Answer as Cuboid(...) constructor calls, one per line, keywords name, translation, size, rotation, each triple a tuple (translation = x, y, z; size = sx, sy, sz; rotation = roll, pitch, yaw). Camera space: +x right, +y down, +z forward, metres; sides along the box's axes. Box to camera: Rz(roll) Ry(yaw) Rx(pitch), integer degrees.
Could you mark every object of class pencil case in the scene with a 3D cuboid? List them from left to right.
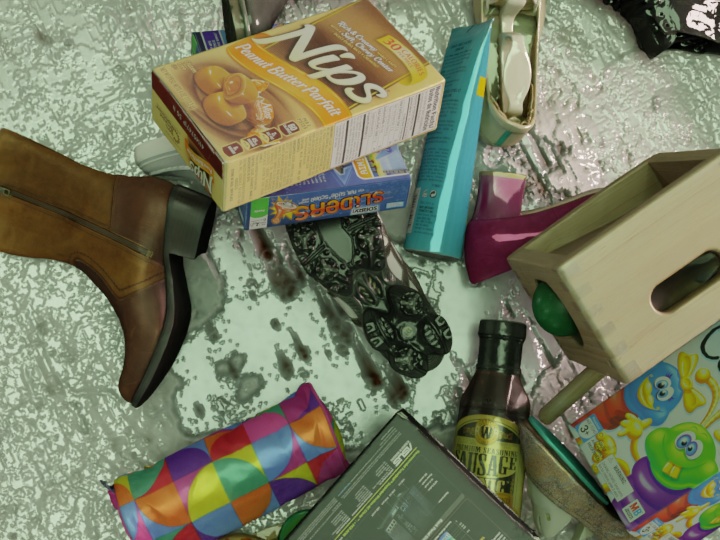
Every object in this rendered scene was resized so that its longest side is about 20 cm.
Cuboid(name="pencil case", translation=(-0.109, 0.167, 1.114), size=(0.198, 0.088, 0.089), rotation=(-24, 86, -6))

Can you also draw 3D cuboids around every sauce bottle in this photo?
Cuboid(name="sauce bottle", translation=(0.108, 0.143, 1.139), size=(0.065, 0.066, 0.203), rotation=(5, 84, -3))

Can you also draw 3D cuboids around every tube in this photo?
Cuboid(name="tube", translation=(0.077, -0.112, 1.161), size=(0.050, 0.077, 0.203), rotation=(11, 88, -28))

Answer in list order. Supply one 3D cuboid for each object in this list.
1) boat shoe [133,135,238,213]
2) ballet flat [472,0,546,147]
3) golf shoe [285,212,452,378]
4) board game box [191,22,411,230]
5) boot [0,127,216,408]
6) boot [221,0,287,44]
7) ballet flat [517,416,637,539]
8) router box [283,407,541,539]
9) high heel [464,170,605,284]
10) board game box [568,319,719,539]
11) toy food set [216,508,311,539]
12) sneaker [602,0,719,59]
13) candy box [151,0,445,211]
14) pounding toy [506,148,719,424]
Cuboid(name="boat shoe", translation=(-0.090, -0.083, 1.150), size=(0.197, 0.072, 0.070), rotation=(-2, 85, -13))
Cuboid(name="ballet flat", translation=(0.130, -0.208, 1.172), size=(0.068, 0.069, 0.203), rotation=(2, 84, -3))
Cuboid(name="golf shoe", translation=(0.000, 0.000, 1.130), size=(0.077, 0.094, 0.201), rotation=(-31, 88, 0))
Cuboid(name="board game box", translation=(-0.052, -0.124, 1.103), size=(0.134, 0.035, 0.201), rotation=(-8, 50, -15))
Cuboid(name="boot", translation=(-0.236, -0.001, 1.130), size=(0.197, 0.068, 0.191), rotation=(16, 101, 5))
Cuboid(name="boot", translation=(-0.018, -0.247, 1.138), size=(0.197, 0.073, 0.183), rotation=(-1, 50, -6))
Cuboid(name="ballet flat", translation=(0.184, 0.204, 1.120), size=(0.200, 0.068, 0.067), rotation=(42, 96, -15))
Cuboid(name="router box", translation=(0.021, 0.231, 1.068), size=(0.150, 0.062, 0.200), rotation=(42, 88, 4))
Cuboid(name="high heel", translation=(0.188, -0.025, 1.159), size=(0.197, 0.067, 0.097), rotation=(7, 89, -5))
Cuboid(name="board game box", translation=(0.283, 0.120, 1.062), size=(0.199, 0.105, 0.104), rotation=(-37, 53, 13))
Cuboid(name="toy food set", translation=(-0.046, 0.302, 1.122), size=(0.195, 0.049, 0.203), rotation=(-13, 85, -5))
Cuboid(name="sneaker", translation=(0.249, -0.234, 1.181), size=(0.197, 0.060, 0.106), rotation=(-1, 83, -14))
Cuboid(name="candy box", translation=(-0.048, -0.131, 1.048), size=(0.198, 0.056, 0.116), rotation=(-24, 56, -25))
Cuboid(name="pounding toy", translation=(0.209, 0.021, 1.061), size=(0.199, 0.184, 0.143), rotation=(-34, 97, -4))
